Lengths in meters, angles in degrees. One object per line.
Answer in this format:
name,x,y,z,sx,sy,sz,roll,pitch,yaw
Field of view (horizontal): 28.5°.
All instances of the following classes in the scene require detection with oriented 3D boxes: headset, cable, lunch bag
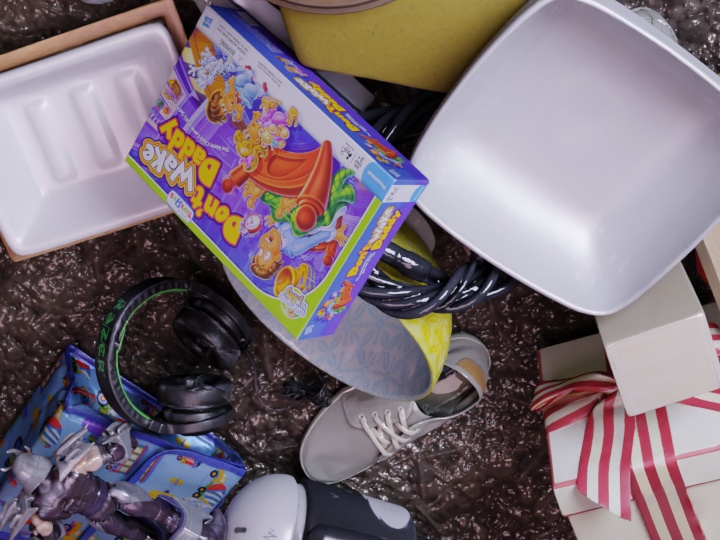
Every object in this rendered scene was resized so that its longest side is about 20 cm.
headset,-0.119,0.080,1.164,0.199,0.093,0.125,21,82,-39
cable,0.061,-0.051,1.026,0.198,0.165,0.051,-13,159,-23
lunch bag,-0.209,0.184,1.242,0.199,0.094,0.151,29,111,-25

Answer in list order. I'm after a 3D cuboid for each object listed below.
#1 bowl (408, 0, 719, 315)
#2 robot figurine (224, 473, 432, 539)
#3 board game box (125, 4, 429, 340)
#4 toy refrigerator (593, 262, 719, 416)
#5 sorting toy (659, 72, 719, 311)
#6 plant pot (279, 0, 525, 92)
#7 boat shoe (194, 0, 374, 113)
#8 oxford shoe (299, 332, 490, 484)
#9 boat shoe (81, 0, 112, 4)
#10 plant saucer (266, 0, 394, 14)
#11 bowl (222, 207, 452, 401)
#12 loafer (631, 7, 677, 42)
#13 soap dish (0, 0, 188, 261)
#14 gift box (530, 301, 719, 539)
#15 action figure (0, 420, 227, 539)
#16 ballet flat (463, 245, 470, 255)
bowl,0.149,-0.088,0.960,0.199,0.075,0.200,31,123,-14
robot figurine,-0.028,0.253,1.231,0.198,0.125,0.151,18,117,-15
board game box,-0.062,-0.069,0.983,0.200,0.045,0.135,44,115,25
toy refrigerator,0.216,0.028,1.090,0.075,0.201,0.071,-19,113,8
sorting toy,0.318,-0.077,1.079,0.198,0.069,0.202,-32,113,-14
plant pot,0.029,-0.242,0.983,0.193,0.195,0.202,11,119,-4
boat shoe,-0.088,-0.163,1.075,0.201,0.075,0.086,39,95,-23
oxford shoe,0.026,0.124,1.216,0.199,0.058,0.075,-34,114,17
boat shoe,-0.169,-0.279,1.014,0.072,0.071,0.201,45,115,29
plant saucer,-0.021,-0.245,0.858,0.197,0.030,0.202,1,124,2
bowl,0.000,0.000,1.119,0.200,0.199,0.108,44,65,-17
loafer,0.148,-0.137,1.087,0.198,0.070,0.070,-29,111,13
soap dish,-0.207,-0.110,1.099,0.198,0.081,0.159,-17,113,8
gift box,0.248,0.150,1.130,0.182,0.201,0.188,-19,123,9
action figure,-0.208,0.190,1.158,0.199,0.070,0.130,33,118,-32
ballet flat,0.164,-0.063,1.125,0.199,0.064,0.076,-36,111,16
